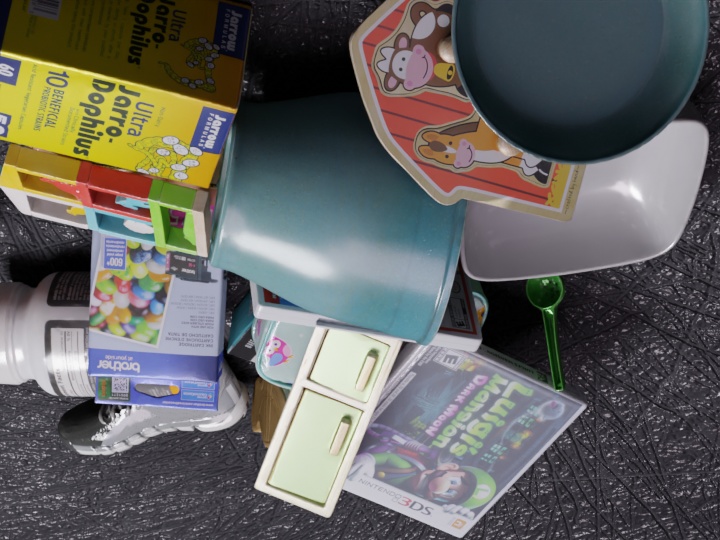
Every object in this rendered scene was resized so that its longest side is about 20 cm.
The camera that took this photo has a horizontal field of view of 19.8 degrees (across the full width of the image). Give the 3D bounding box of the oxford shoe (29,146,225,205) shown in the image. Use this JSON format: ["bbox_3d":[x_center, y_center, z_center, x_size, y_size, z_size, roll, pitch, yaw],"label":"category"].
[{"bbox_3d":[-0.195,-0.117,1.721,0.198,0.071,0.074,14,114,-5],"label":"oxford shoe"}]

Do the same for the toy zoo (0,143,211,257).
[{"bbox_3d":[-0.223,-0.060,1.722,0.198,0.021,0.131,14,164,1],"label":"toy zoo"}]

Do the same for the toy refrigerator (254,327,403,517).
[{"bbox_3d":[-0.025,0.113,1.794,0.075,0.070,0.201,22,119,0],"label":"toy refrigerator"}]

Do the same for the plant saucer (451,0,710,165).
[{"bbox_3d":[0.157,-0.179,1.508,0.198,0.202,0.036,16,-175,-15],"label":"plant saucer"}]

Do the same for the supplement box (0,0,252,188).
[{"bbox_3d":[-0.196,-0.158,1.608,0.198,0.110,0.109,13,144,-11],"label":"supplement box"}]

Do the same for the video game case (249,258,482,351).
[{"bbox_3d":[0.000,0.000,1.754,0.198,0.144,0.018,10,131,-18],"label":"video game case"}]

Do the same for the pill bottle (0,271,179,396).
[{"bbox_3d":[-0.241,0.059,1.911,0.198,0.117,0.117,1,144,8],"label":"pill bottle"}]

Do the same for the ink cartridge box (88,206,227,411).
[{"bbox_3d":[-0.179,0.027,1.818,0.118,0.042,0.202,4,102,2],"label":"ink cartridge box"}]

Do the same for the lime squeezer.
[{"bbox_3d":[0.149,0.004,1.830,0.038,0.071,0.201,-5,116,41],"label":"lime squeezer"}]

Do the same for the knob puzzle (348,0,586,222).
[{"bbox_3d":[0.088,-0.145,1.535,0.218,0.222,0.030,12,-175,-10],"label":"knob puzzle"}]

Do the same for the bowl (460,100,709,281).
[{"bbox_3d":[0.171,-0.080,1.670,0.198,0.075,0.200,-9,146,-8],"label":"bowl"}]

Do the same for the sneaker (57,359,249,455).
[{"bbox_3d":[-0.217,0.112,2.031,0.198,0.075,0.116,-13,137,7],"label":"sneaker"}]

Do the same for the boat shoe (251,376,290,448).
[{"bbox_3d":[-0.062,0.133,1.981,0.069,0.074,0.200,4,-178,-9],"label":"boat shoe"}]

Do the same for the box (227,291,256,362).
[{"bbox_3d":[-0.019,0.070,1.953,0.199,0.049,0.082,20,142,-20],"label":"box"}]

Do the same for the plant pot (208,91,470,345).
[{"bbox_3d":[-0.022,-0.053,1.647,0.186,0.201,0.201,9,145,-7],"label":"plant pot"}]

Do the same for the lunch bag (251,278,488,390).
[{"bbox_3d":[0.002,0.045,1.852,0.198,0.077,0.161,14,121,-16],"label":"lunch bag"}]

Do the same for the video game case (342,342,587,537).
[{"bbox_3d":[0.078,0.149,1.878,0.181,0.023,0.200,25,122,-26],"label":"video game case"}]
